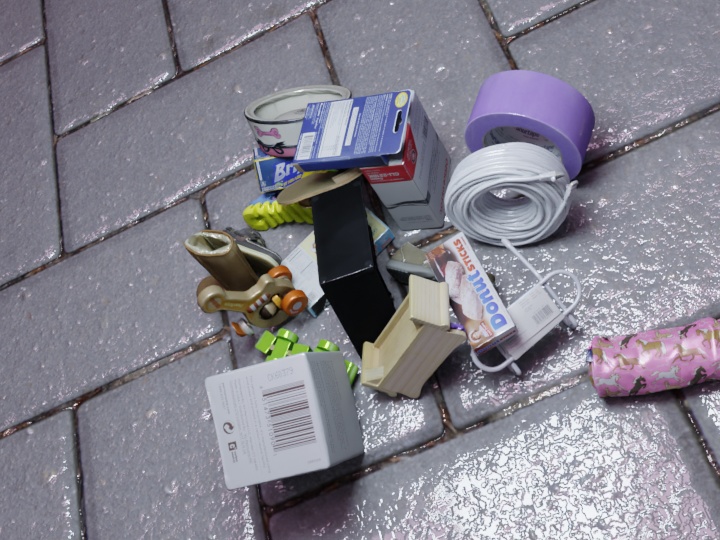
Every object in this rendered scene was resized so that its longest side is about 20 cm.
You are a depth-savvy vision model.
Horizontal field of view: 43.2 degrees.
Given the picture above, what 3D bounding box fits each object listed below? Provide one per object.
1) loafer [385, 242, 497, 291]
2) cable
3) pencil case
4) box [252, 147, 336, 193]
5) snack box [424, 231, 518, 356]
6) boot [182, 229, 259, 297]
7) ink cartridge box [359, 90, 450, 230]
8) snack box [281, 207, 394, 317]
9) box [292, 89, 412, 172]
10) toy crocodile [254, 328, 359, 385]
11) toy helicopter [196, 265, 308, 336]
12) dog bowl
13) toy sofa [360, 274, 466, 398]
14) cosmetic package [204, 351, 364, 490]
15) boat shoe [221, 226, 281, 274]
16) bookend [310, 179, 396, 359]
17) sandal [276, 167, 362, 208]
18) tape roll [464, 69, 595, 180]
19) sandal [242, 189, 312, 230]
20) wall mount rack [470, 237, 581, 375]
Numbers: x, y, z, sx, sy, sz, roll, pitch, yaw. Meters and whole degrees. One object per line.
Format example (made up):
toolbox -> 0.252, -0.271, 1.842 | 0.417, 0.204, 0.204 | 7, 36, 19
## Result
loafer -> 0.136, -0.006, 1.487 | 0.197, 0.075, 0.071 | 15, 70, 26
cable -> 0.232, -0.118, 1.433 | 0.196, 0.201, 0.070 | 7, 58, 5
pencil case -> 0.422, 0.124, 1.290 | 0.196, 0.088, 0.083 | -11, 27, 17
box -> -0.095, -0.201, 1.655 | 0.196, 0.065, 0.070 | -12, 28, -3
snack box -> 0.165, 0.032, 1.373 | 0.071, 0.024, 0.202 | -30, 49, 8
boot -> -0.250, -0.003, 1.574 | 0.172, 0.200, 0.067 | 1, 62, 23
ink cartridge box -> 0.080, -0.181, 1.534 | 0.082, 0.200, 0.147 | -4, 61, 25
snack box -> -0.048, -0.028, 1.601 | 0.200, 0.037, 0.116 | -45, 56, -4
box -> -0.009, -0.222, 1.458 | 0.197, 0.032, 0.123 | -2, 63, 31
toy crocodile -> -0.093, 0.148, 1.515 | 0.197, 0.062, 0.068 | 14, 70, 24
toy helicopter -> -0.192, 0.060, 1.511 | 0.133, 0.198, 0.079 | -55, 53, 24
dog bowl -> -0.107, -0.269, 1.637 | 0.196, 0.075, 0.201 | -8, 26, 4
toy sofa -> 0.080, 0.105, 1.387 | 0.096, 0.201, 0.084 | 16, 47, -15
cosmetic package -> -0.108, 0.220, 1.364 | 0.162, 0.200, 0.168 | -15, 81, 13
boat shoe -> -0.205, -0.045, 1.644 | 0.199, 0.072, 0.066 | 14, 62, 47
bookend -> 0.000, 0.000, 1.489 | 0.091, 0.201, 0.201 | -17, 45, 9
sandal -> -0.055, -0.130, 1.555 | 0.210, 0.070, 0.078 | -20, 29, 40
tape roll -> 0.274, -0.228, 1.476 | 0.197, 0.200, 0.086 | 12, 68, 28
sandal -> -0.123, -0.133, 1.671 | 0.196, 0.080, 0.088 | -2, 57, 20
wall mount rack -> 0.230, 0.054, 1.381 | 0.199, 0.075, 0.175 | -39, 87, -1
